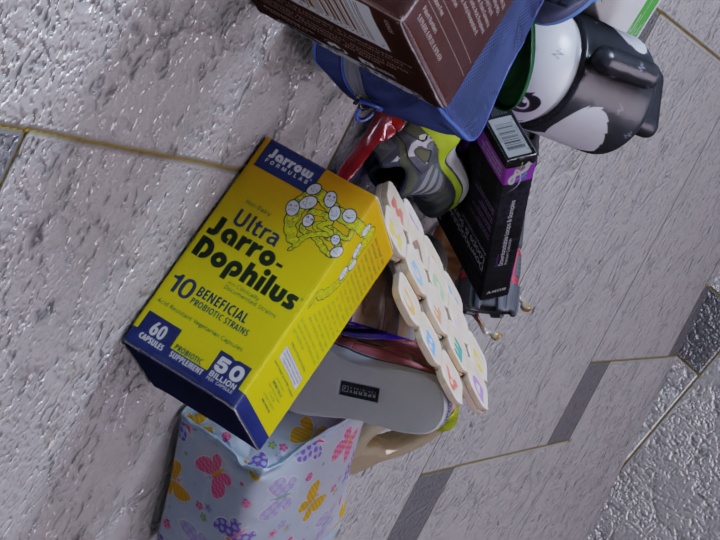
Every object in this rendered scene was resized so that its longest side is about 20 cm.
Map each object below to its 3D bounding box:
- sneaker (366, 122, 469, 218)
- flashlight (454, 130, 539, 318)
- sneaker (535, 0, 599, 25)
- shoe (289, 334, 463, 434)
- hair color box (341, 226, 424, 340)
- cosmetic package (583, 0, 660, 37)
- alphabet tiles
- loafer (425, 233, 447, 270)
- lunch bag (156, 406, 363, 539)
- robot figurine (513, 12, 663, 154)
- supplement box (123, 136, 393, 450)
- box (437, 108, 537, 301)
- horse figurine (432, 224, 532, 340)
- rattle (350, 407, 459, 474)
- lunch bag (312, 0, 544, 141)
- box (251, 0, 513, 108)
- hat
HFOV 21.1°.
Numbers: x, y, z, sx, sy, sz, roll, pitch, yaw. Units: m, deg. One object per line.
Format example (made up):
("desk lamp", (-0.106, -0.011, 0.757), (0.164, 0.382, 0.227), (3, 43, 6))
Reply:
("sneaker", (0.045, -0.095, 1.751), (0.081, 0.074, 0.200), (-39, 157, -8))
("flashlight", (0.133, -0.056, 1.927), (0.068, 0.067, 0.201), (-13, -109, 61))
("sneaker", (0.193, -0.266, 1.642), (0.200, 0.074, 0.082), (-53, 161, -31))
("shoe", (-0.009, 0.089, 1.665), (0.091, 0.199, 0.072), (-24, 127, -73))
("hair color box", (0.000, 0.000, 1.704), (0.200, 0.064, 0.110), (20, 75, -70))
("cosmetic package", (0.236, -0.289, 1.921), (0.108, 0.085, 0.200), (-57, 163, -4))
("alphabet tiles", (0.062, 0.023, 1.657), (0.015, 0.201, 0.196), (-23, -158, 14))
("loafer", (0.005, 0.037, 1.850), (0.200, 0.072, 0.063), (-48, -160, -31))
("lunch bag", (-0.076, 0.173, 1.722), (0.200, 0.127, 0.170), (-27, 142, -43))
("robot figurine", (0.200, -0.181, 1.840), (0.199, 0.125, 0.150), (17, 127, -37))
("supplement box", (-0.076, 0.018, 1.510), (0.200, 0.109, 0.110), (-56, 161, -15))
("box", (0.111, -0.087, 1.812), (0.036, 0.143, 0.201), (-14, 142, -15))
("horse figurine", (0.076, 0.035, 1.959), (0.200, 0.133, 0.050), (-37, 172, -22))
("rattle", (-0.008, 0.144, 2.017), (0.199, 0.143, 0.130), (-31, 172, 21))
("lunch bag", (0.048, -0.201, 1.474), (0.201, 0.132, 0.136), (-63, 158, -6))
("box", (0.028, -0.250, 1.291), (0.201, 0.165, 0.164), (-57, 161, -7))
("hat", (0.037, -0.199, 1.586), (0.175, 0.200, 0.166), (-8, 130, -14))
